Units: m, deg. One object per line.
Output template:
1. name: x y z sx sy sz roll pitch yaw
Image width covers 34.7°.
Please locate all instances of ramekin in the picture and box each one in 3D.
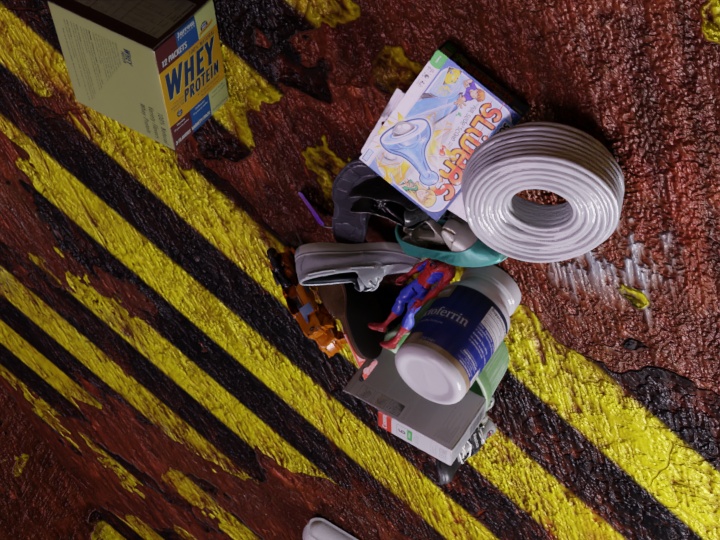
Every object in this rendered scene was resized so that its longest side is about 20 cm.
1. ramekin: 0.140 0.136 1.849 0.200 0.098 0.200 28 148 19

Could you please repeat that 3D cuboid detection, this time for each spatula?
1. spatula: -0.025 -0.056 1.846 0.200 0.021 0.057 38 177 -7

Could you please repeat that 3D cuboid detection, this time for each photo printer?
1. photo printer: -0.055 0.696 2.845 0.200 0.069 0.166 27 148 20

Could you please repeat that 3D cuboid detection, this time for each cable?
1. cable: 0.222 -0.093 1.420 0.200 0.069 0.200 -11 137 30

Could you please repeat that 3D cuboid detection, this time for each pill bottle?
1. pill bottle: 0.146 0.087 1.675 0.116 0.200 0.116 27 147 19

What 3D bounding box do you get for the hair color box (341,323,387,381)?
1. hair color box: 0.022 0.132 1.956 0.064 0.111 0.200 -18 129 4

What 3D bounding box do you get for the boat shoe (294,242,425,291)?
1. boat shoe: 0.000 0.000 1.761 0.201 0.072 0.070 0 160 -5

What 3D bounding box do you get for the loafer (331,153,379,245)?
1. loafer: -0.004 -0.116 1.711 0.072 0.063 0.200 19 144 3

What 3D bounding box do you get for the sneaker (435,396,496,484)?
1. sneaker: 0.175 0.269 1.899 0.088 0.200 0.074 5 134 16

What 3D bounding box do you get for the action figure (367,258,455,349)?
1. action figure: 0.086 0.031 1.740 0.052 0.200 0.065 16 -149 -42

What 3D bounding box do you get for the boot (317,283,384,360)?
1. boot: -0.018 0.061 1.849 0.075 0.074 0.200 -40 57 40

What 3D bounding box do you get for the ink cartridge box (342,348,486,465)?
1. ink cartridge box: 0.083 0.207 1.796 0.200 0.109 0.050 26 147 21

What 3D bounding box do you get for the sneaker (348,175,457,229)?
1. sneaker: 0.092 -0.089 1.593 0.200 0.104 0.060 26 147 22

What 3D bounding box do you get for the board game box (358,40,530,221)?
1. board game box: 0.103 -0.174 1.469 0.135 0.034 0.200 38 129 1

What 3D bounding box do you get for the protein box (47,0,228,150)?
1. protein box: -0.324 -0.324 1.709 0.200 0.135 0.199 27 147 21

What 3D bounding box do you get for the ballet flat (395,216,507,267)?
1. ballet flat: 0.123 -0.047 1.647 0.200 0.067 0.070 6 150 46

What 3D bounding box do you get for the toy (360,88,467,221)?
1. toy: 0.113 -0.151 1.532 0.200 0.047 0.115 35 127 4

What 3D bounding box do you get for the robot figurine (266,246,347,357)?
1. robot figurine: -0.092 0.044 1.939 0.200 0.058 0.145 62 -174 31
